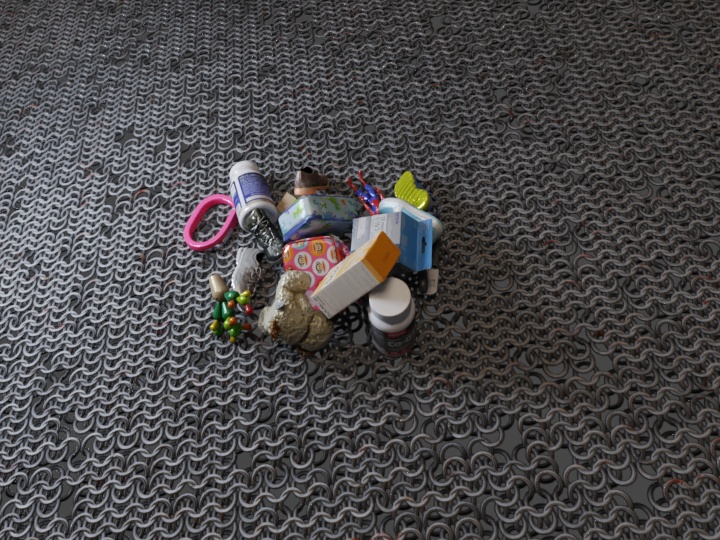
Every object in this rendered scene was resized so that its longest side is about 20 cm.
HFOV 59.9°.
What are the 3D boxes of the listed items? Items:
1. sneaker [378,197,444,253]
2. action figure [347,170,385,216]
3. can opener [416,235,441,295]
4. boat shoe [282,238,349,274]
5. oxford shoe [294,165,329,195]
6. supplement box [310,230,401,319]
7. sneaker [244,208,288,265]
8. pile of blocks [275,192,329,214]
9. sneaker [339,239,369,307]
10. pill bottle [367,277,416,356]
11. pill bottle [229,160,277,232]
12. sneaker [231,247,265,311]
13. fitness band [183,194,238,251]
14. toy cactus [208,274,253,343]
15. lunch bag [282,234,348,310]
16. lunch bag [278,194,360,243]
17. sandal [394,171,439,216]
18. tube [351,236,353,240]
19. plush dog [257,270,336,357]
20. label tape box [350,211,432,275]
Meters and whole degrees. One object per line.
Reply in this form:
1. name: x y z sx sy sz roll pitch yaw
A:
1. sneaker: 0.105 -0.105 1.623 0.197 0.080 0.132 26 67 29
2. action figure: 0.031 -0.205 1.786 0.064 0.052 0.201 -28 58 -13
3. can opener: 0.179 -0.029 1.622 0.052 0.067 0.204 2 57 12
4. boat shoe: -0.114 -0.033 1.689 0.197 0.072 0.062 -20 96 -17
5. oxford shoe: -0.135 -0.265 1.788 0.069 0.075 0.200 0 15 13
6. supplement box: -0.012 0.010 1.438 0.074 0.199 0.127 46 38 -9
7. sneaker: -0.255 -0.092 1.679 0.076 0.114 0.200 -40 36 5
8. pile of blocks: -0.146 -0.171 1.786 0.196 0.062 0.084 5 67 29
9. sneaker: 0.000 0.000 1.635 0.094 0.079 0.203 -10 65 -40
10. pill bottle: 0.075 0.110 1.461 0.111 0.201 0.116 -3 59 5
11. pill bottle: -0.317 -0.217 1.818 0.113 0.117 0.203 -20 55 -4
12. sneaker: -0.296 0.015 1.680 0.080 0.075 0.204 -8 54 7
13. fitness band: -0.438 -0.142 1.839 0.140 0.038 0.203 12 58 19
14. toy cactus: -0.331 0.086 1.579 0.101 0.200 0.168 -17 74 -32
15. lunch bag: -0.099 0.015 1.584 0.171 0.082 0.206 -9 91 10
16. lunch bag: -0.108 -0.132 1.657 0.159 0.197 0.084 -29 72 42
17. sandal: 0.159 -0.205 1.747 0.080 0.086 0.201 -50 36 18
18. tube: 0.078 -0.094 1.701 0.196 0.053 0.058 -22 27 0
19. plush dog: -0.141 0.128 1.503 0.169 0.202 0.162 22 28 -22
20. label tape box: 0.075 -0.067 1.537 0.195 0.066 0.147 -9 60 24
